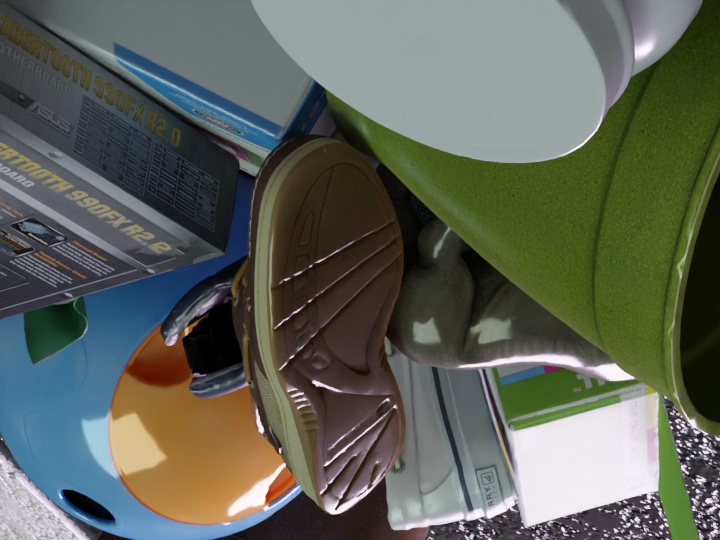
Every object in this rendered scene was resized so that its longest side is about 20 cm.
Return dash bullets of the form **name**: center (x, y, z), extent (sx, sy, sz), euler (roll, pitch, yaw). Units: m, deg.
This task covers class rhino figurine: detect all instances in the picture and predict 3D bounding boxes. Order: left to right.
- **rhino figurine**: center (0.101, 0.006, 1.034), extent (0.199, 0.060, 0.088), euler (5, 111, -8)

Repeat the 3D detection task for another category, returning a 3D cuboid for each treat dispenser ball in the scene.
- **treat dispenser ball**: center (-0.098, 0.043, 1.283), extent (0.200, 0.201, 0.201), euler (23, 154, 12)

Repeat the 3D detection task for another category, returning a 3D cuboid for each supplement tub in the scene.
- **supplement tub**: center (0.060, -0.150, 0.768), extent (0.144, 0.201, 0.145), euler (23, 154, 12)

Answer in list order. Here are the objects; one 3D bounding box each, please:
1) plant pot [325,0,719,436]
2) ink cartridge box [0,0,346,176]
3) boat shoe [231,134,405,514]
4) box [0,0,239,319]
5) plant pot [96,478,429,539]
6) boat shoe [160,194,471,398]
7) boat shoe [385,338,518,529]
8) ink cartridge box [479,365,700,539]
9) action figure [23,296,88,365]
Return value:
- **plant pot**: center (0.097, -0.071, 0.920), extent (0.192, 0.201, 0.201), euler (28, 158, 30)
- **ink cartridge box**: center (-0.067, -0.104, 1.040), extent (0.144, 0.085, 0.200), euler (26, 177, 7)
- **boat shoe**: center (-0.027, 0.016, 1.001), extent (0.072, 0.072, 0.201), euler (37, 152, 33)
- **box**: center (-0.173, -0.050, 0.993), extent (0.158, 0.049, 0.200), euler (-16, 146, 37)
- **plant pot**: center (-0.046, 0.150, 1.428), extent (0.199, 0.199, 0.201), euler (23, 155, 12)
- **boat shoe**: center (0.000, 0.000, 1.080), extent (0.200, 0.093, 0.075), euler (-35, 83, 32)
- **boat shoe**: center (0.019, 0.036, 1.163), extent (0.066, 0.201, 0.074), euler (-15, 136, 0)
- **ink cartridge box**: center (0.107, 0.090, 1.145), extent (0.075, 0.201, 0.148), euler (-14, 155, 1)
- **action figure**: center (-0.150, -0.064, 1.185), extent (0.055, 0.200, 0.118), euler (24, 120, -28)
